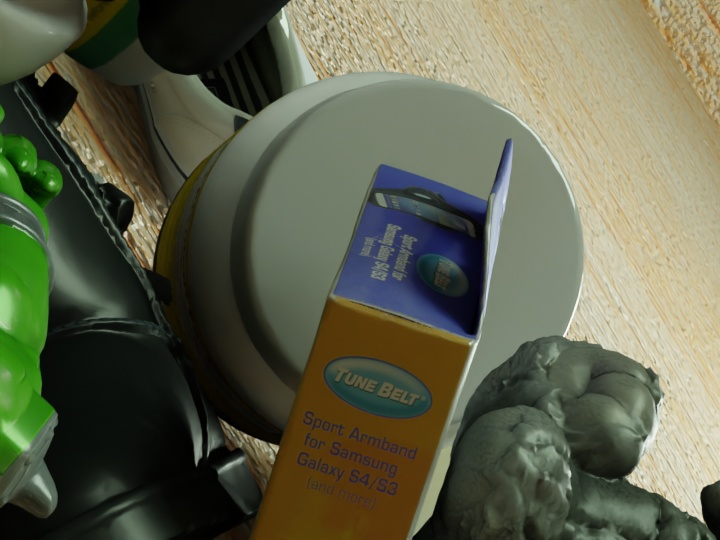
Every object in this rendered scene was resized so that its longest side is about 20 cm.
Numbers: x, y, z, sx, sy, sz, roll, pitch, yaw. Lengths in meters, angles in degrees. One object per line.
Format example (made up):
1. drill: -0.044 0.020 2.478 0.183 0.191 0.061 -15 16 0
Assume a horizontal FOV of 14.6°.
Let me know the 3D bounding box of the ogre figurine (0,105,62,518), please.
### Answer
1. ogre figurine: -0.133 -0.010 0.572 0.200 0.098 0.120 48 12 -49

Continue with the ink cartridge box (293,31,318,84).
1. ink cartridge box: -0.014 -0.049 1.179 0.161 0.047 0.200 63 16 19

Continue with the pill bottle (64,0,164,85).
1. pill bottle: -0.114 -0.149 0.773 0.200 0.113 0.113 34 21 -17

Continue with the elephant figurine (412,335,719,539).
1. elephant figurine: 0.102 0.115 0.697 0.199 0.142 0.155 21 20 0

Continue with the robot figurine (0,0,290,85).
1. robot figurine: -0.073 -0.134 0.653 0.150 0.200 0.125 52 15 31

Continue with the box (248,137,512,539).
1. box: -0.007 0.063 0.695 0.041 0.201 0.119 16 17 1

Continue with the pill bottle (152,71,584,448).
1. pill bottle: 0.000 0.000 0.853 0.115 0.114 0.200 58 -9 -3

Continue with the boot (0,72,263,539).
1. boot: -0.093 0.008 0.730 0.163 0.073 0.198 62 7 3

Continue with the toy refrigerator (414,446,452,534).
1. toy refrigerator: 0.012 0.099 0.897 0.070 0.076 0.200 58 13 -3

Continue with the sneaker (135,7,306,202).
1. sneaker: -0.063 -0.114 1.049 0.073 0.071 0.201 -11 65 -32
